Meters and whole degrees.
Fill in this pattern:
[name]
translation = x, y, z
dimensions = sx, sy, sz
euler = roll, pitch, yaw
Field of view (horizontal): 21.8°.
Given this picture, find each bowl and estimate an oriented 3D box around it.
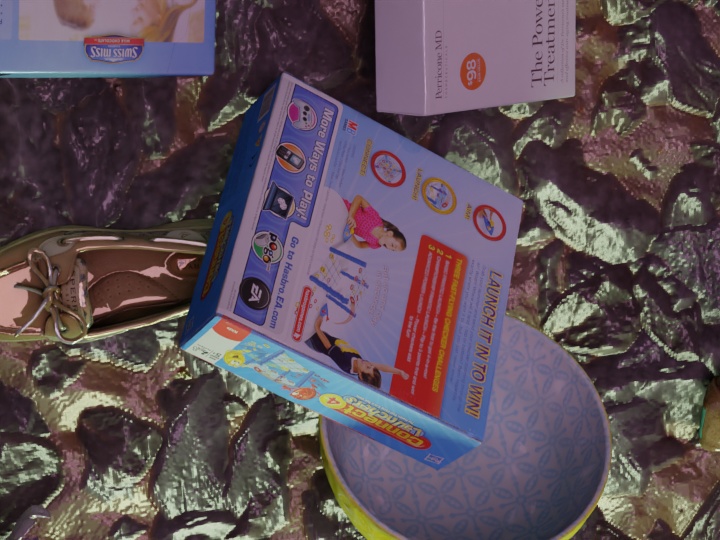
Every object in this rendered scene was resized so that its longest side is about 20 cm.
[bowl]
translation = 0.064, 0.133, 1.283
dimensions = 0.200, 0.200, 0.108
euler = -9, 146, -14

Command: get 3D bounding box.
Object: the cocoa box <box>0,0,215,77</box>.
[cocoa box]
translation = -0.199, -0.182, 1.110
dimensions = 0.200, 0.131, 0.134
euler = -4, 99, -38

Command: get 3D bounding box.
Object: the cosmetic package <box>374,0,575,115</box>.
[cosmetic package]
translation = 0.077, -0.208, 1.232
dimensions = 0.151, 0.052, 0.200
euler = -11, 105, -40

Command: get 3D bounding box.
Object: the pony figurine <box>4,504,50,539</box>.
[pony figurine]
translation = -0.256, 0.206, 1.207
dimensions = 0.193, 0.167, 0.200
euler = -46, 124, 4

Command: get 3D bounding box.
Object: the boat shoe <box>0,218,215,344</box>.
[boat shoe]
translation = -0.164, 0.006, 1.227
dimensions = 0.200, 0.063, 0.073
euler = -14, 105, -13

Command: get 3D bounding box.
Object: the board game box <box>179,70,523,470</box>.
[board game box]
translation = 0.000, 0.000, 1.220
dimensions = 0.196, 0.056, 0.200
euler = 27, 53, -19

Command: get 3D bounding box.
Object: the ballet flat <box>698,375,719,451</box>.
[ballet flat]
translation = 0.339, 0.132, 1.403
dimensions = 0.200, 0.068, 0.072
euler = 14, 116, -18
